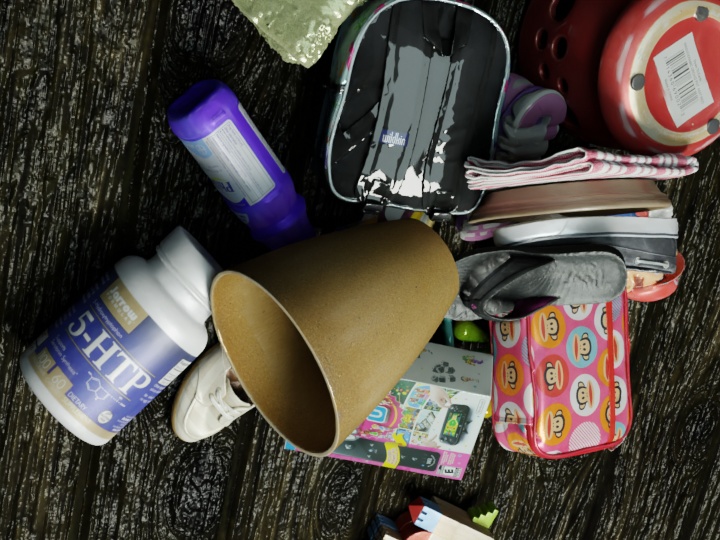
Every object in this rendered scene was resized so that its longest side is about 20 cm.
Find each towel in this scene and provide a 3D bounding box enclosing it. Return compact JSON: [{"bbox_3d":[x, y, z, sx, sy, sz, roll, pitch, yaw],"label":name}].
[{"bbox_3d":[-0.075,-0.300,1.011,0.200,0.037,0.149,44,97,-4],"label":"towel"},{"bbox_3d":[0.210,-0.097,1.056,0.198,0.145,0.031,-4,90,-45],"label":"towel"}]

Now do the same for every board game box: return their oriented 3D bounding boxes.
[{"bbox_3d":[0.027,0.137,1.172,0.196,0.065,0.149,11,133,-1],"label":"board game box"}]

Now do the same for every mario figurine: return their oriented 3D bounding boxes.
[{"bbox_3d":[0.306,-0.047,1.255,0.124,0.106,0.200,-45,117,-2],"label":"mario figurine"}]

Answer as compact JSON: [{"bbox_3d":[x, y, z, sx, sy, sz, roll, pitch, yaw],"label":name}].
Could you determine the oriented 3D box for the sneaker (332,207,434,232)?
[{"bbox_3d":[0.000,0.000,1.178,0.089,0.075,0.202,32,112,5],"label":"sneaker"}]

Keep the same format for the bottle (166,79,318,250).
[{"bbox_3d":[-0.107,-0.089,1.087,0.065,0.083,0.201,-41,120,-12],"label":"bottle"}]

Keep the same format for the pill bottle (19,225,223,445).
[{"bbox_3d":[-0.217,0.058,1.079,0.200,0.120,0.120,-44,119,-1],"label":"pill bottle"}]

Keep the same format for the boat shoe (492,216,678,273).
[{"bbox_3d":[0.229,-0.018,1.133,0.196,0.072,0.069,-1,88,-16],"label":"boat shoe"}]

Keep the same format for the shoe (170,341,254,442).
[{"bbox_3d":[-0.125,0.103,1.170,0.070,0.053,0.201,39,92,-29],"label":"shoe"}]

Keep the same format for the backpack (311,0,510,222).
[{"bbox_3d":[0.049,-0.169,1.077,0.174,0.151,0.203,6,113,-16],"label":"backpack"}]

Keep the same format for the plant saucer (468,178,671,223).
[{"bbox_3d":[0.203,-0.067,1.099,0.196,0.200,0.030,-5,89,-20],"label":"plant saucer"}]

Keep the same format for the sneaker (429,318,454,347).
[{"bbox_3d":[0.063,0.102,1.222,0.076,0.091,0.204,-5,112,-18],"label":"sneaker"}]

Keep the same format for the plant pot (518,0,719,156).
[{"bbox_3d":[0.287,-0.218,1.139,0.197,0.182,0.204,-8,112,-21],"label":"plant pot"}]

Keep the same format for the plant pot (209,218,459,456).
[{"bbox_3d":[-0.008,0.036,1.039,0.199,0.185,0.189,-33,120,-28],"label":"plant pot"}]

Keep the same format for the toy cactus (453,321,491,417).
[{"bbox_3d":[0.183,0.071,1.268,0.163,0.102,0.203,-25,108,-22],"label":"toy cactus"}]

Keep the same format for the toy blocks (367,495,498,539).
[{"bbox_3d":[0.060,0.342,1.323,0.135,0.100,0.202,27,99,-16],"label":"toy blocks"}]

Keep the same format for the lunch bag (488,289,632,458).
[{"bbox_3d":[0.224,0.094,1.198,0.173,0.081,0.204,-3,91,-33],"label":"lunch bag"}]

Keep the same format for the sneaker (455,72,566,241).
[{"bbox_3d":[0.143,-0.123,1.180,0.079,0.089,0.202,-12,137,-35],"label":"sneaker"}]

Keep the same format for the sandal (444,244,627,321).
[{"bbox_3d":[0.160,0.014,1.090,0.197,0.048,0.076,-9,118,14],"label":"sandal"}]
